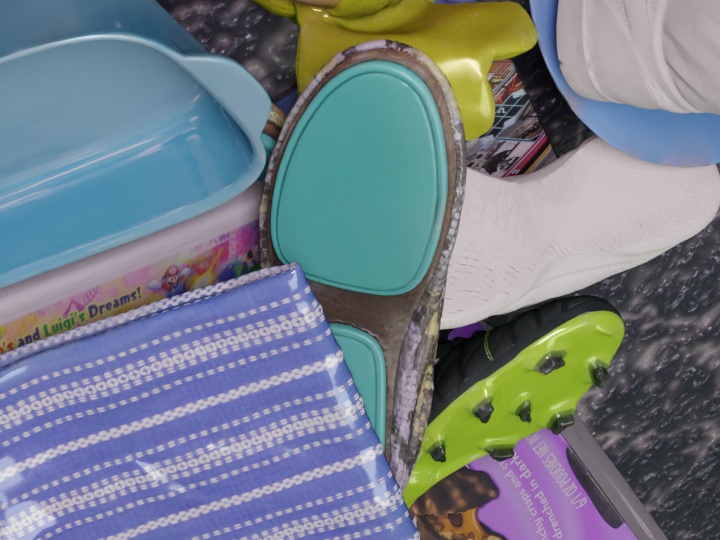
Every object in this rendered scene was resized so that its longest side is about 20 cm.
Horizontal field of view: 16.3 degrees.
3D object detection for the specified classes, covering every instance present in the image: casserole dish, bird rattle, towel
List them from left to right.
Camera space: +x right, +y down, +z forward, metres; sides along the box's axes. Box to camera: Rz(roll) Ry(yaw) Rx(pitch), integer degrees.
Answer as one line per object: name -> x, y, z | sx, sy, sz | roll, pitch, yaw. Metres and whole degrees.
casserole dish -> -0.125, -0.038, 0.788 | 0.200, 0.039, 0.121 | -19, 152, 15
towel -> -0.055, 0.098, 0.882 | 0.145, 0.024, 0.200 | -19, 124, 5
bird rattle -> -0.014, -0.144, 0.867 | 0.163, 0.113, 0.200 | -50, 131, 0

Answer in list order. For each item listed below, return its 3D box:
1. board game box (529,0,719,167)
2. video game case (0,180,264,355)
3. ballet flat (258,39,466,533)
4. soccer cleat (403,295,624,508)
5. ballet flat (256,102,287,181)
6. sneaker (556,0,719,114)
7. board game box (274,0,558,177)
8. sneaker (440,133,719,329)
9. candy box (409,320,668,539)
board game box -> 0.131, -0.143, 0.982 | 0.200, 0.039, 0.158 | -52, 129, -10
video game case -> -0.095, 0.077, 0.914 | 0.200, 0.024, 0.182 | -23, 122, -25
ballet flat -> 0.000, 0.000, 0.887 | 0.072, 0.072, 0.200 | -11, 126, -30
soccer cleat -> 0.028, 0.056, 1.092 | 0.067, 0.081, 0.200 | 16, 135, -45
ballet flat -> -0.115, -0.069, 0.847 | 0.200, 0.071, 0.071 | 2, 132, -25
sneaker -> 0.129, -0.149, 0.873 | 0.074, 0.116, 0.200 | -14, 111, -36
board game box -> -0.015, -0.016, 1.034 | 0.200, 0.035, 0.136 | -34, 145, -2
sneaker -> 0.045, -0.006, 1.015 | 0.200, 0.075, 0.088 | -9, 163, -23
candy box -> 0.033, 0.150, 1.152 | 0.200, 0.168, 0.072 | -42, 144, 9
